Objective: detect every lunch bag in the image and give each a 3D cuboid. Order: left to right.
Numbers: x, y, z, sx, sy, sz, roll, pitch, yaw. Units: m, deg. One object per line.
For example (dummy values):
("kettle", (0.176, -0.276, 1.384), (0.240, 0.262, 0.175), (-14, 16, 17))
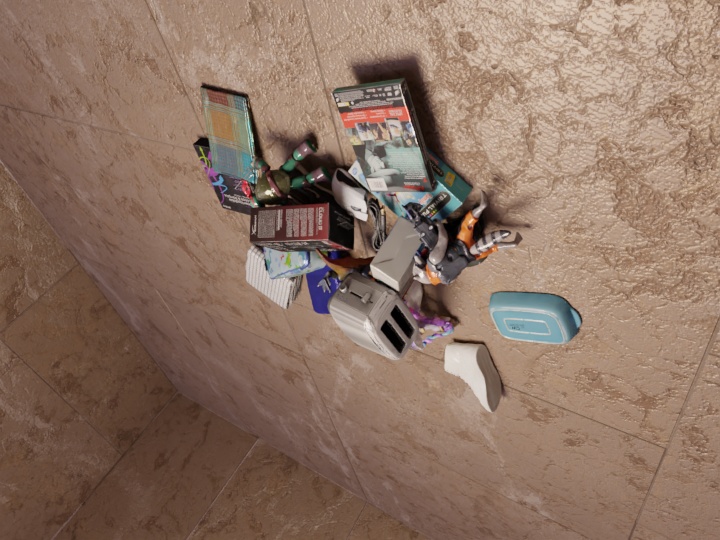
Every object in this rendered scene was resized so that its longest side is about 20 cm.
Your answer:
("lunch bag", (-0.165, -0.070, 1.317), (0.198, 0.081, 0.165), (-14, 82, 51))

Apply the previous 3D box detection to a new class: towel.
("towel", (-0.296, -0.302, 1.230), (0.144, 0.022, 0.203), (20, 130, 27))
("towel", (-0.244, 0.004, 1.550), (0.164, 0.086, 0.201), (35, 150, 8))
("towel", (-0.085, 0.006, 1.349), (0.146, 0.049, 0.205), (-1, 102, 53))

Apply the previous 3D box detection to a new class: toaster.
("toaster", (0.033, 0.101, 1.114), (0.128, 0.114, 0.201), (21, 156, 44))

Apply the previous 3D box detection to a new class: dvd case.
("dvd case", (0.043, -0.223, 0.936), (0.144, 0.022, 0.202), (7, 133, 38))

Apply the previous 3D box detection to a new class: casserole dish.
("casserole dish", (0.344, 0.101, 1.109), (0.198, 0.039, 0.122), (2, 133, 46))

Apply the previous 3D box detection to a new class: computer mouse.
("computer mouse", (-0.012, -0.133, 1.098), (0.200, 0.043, 0.111), (48, 157, 39))

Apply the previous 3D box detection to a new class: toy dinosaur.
("toy dinosaur", (0.000, 0.000, 1.206), (0.104, 0.181, 0.203), (25, 140, 29))

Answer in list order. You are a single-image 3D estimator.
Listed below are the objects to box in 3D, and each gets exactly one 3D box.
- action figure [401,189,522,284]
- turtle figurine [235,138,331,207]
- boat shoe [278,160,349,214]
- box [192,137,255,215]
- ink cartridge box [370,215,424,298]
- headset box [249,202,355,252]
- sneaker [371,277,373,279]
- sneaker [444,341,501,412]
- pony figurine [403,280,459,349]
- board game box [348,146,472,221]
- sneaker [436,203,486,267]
("action figure", (0.159, -0.049, 0.953), (0.193, 0.106, 0.199), (-38, 125, 22))
("turtle figurine", (-0.167, -0.179, 1.142), (0.198, 0.101, 0.151), (-29, 109, 15))
("boat shoe", (-0.107, -0.162, 1.216), (0.199, 0.061, 0.074), (42, 148, -5))
("box", (-0.330, -0.232, 1.381), (0.141, 0.036, 0.202), (16, 142, 32))
("ink cartridge box", (0.082, -0.013, 1.103), (0.067, 0.117, 0.200), (30, 170, 13))
("headset box", (-0.110, -0.086, 1.137), (0.196, 0.079, 0.148), (-2, 174, 20))
("sneaker", (-0.015, 0.042, 1.363), (0.197, 0.079, 0.076), (23, 145, 23))
("sneaker", (0.275, 0.258, 1.353), (0.114, 0.074, 0.203), (4, 125, 45))
("pony figurine", (0.111, 0.116, 1.268), (0.196, 0.170, 0.193), (-10, 154, 28))
("board game box", (0.088, -0.170, 1.020), (0.199, 0.047, 0.151), (41, 149, -3))
("sneaker", (0.175, -0.052, 1.072), (0.198, 0.060, 0.104), (-19, 120, 48))
